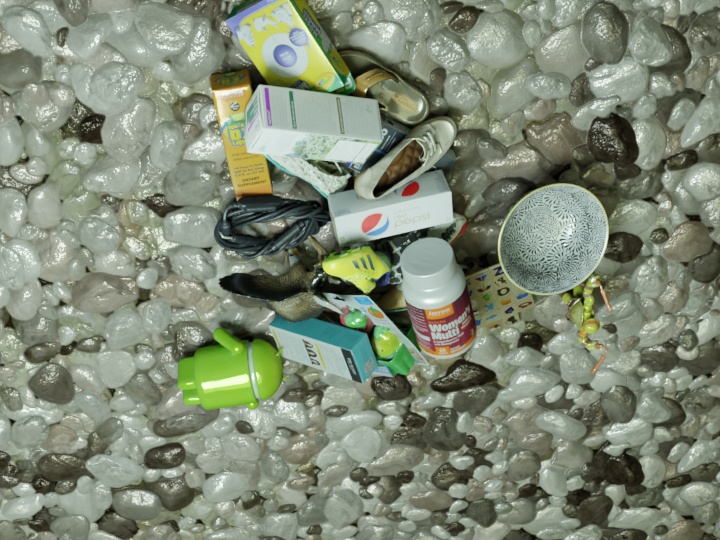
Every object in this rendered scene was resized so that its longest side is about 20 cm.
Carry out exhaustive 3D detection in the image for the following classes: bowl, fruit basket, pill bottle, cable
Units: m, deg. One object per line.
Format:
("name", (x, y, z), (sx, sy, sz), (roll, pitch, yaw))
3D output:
("bowl", (0.319, -0.067, 1.727), (0.199, 0.094, 0.202), (-4, 111, -11))
("fruit basket", (0.007, 0.109, 1.781), (0.185, 0.094, 0.200), (2, 148, 49))
("pill bottle", (0.131, 0.047, 1.688), (0.109, 0.110, 0.201), (-15, 133, 4))
("cable", (-0.144, -0.069, 1.679), (0.199, 0.051, 0.163), (-6, 151, -16))

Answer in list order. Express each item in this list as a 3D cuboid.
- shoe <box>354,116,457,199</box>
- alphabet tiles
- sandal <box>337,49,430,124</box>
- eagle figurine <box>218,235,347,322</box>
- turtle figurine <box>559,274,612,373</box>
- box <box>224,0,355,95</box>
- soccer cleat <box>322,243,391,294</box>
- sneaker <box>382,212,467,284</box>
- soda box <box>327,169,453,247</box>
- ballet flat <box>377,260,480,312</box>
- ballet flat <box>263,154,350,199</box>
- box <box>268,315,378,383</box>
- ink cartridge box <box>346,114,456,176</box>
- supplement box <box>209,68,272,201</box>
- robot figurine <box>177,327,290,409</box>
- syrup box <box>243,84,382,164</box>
("shoe", (0.081, -0.178, 1.604), (0.200, 0.053, 0.070), (-38, 111, -8))
("alphabet tiles", (0.233, 0.058, 1.820), (0.165, 0.006, 0.200), (-21, 142, 2))
("sandal", (0.024, -0.287, 1.582), (0.199, 0.054, 0.081), (25, 117, -15))
("eagle figurine", (-0.120, 0.026, 1.713), (0.199, 0.151, 0.152), (-29, 107, 17))
("turtle figurine", (0.400, 0.074, 1.798), (0.064, 0.162, 0.201), (-8, 124, 0))
("box", (-0.103, -0.331, 1.523), (0.117, 0.049, 0.200), (-19, 123, 30))
("soccer cleat", (0.001, 0.000, 1.660), (0.064, 0.200, 0.084), (-7, 90, 25))
("sneaker", (0.109, -0.038, 1.749), (0.199, 0.085, 0.077), (-31, 79, 31))
("soda box", (0.050, -0.103, 1.648), (0.199, 0.064, 0.068), (-13, 133, -3))
("ballet flat", (0.124, 0.023, 1.799), (0.199, 0.069, 0.063), (-13, 116, -9))
("ballet flat", (-0.085, -0.181, 1.617), (0.072, 0.072, 0.200), (-37, 144, 17))
("box", (-0.068, 0.134, 1.782), (0.199, 0.049, 0.083), (14, 137, 36))
("ink cartridge box", (0.052, -0.194, 1.659), (0.199, 0.039, 0.100), (23, 119, -19))
("supplement box", (-0.190, -0.216, 1.602), (0.066, 0.069, 0.201), (-11, 122, -1))
("robot figurine", (-0.234, 0.191, 1.835), (0.199, 0.116, 0.176), (-10, 130, 0))
("syrup box", (-0.074, -0.223, 1.533), (0.199, 0.082, 0.079), (4, 156, -24))
